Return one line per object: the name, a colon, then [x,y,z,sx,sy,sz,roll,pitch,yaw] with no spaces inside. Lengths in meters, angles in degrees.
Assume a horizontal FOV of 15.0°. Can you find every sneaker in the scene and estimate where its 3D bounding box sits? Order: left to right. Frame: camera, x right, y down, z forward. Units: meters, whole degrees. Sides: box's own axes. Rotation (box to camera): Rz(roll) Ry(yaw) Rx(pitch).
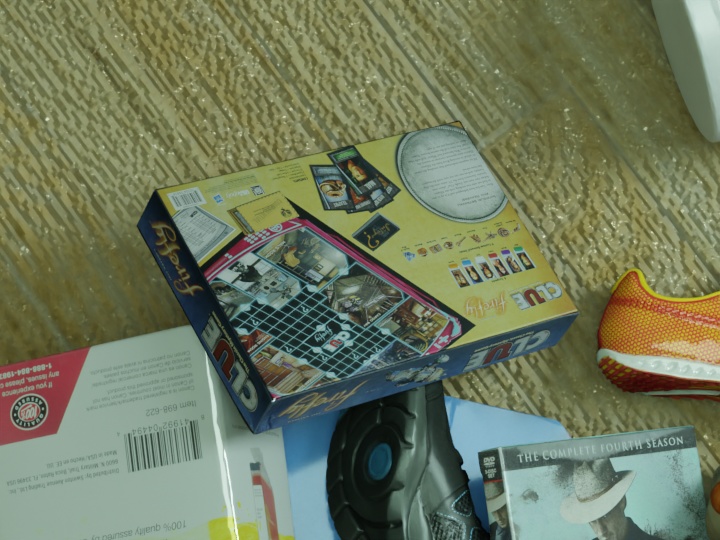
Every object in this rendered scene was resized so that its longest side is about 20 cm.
sneaker: [0.034,0.139,1.441,0.082,0.073,0.200,13,64,-36]
sneaker: [0.230,0.040,1.474,0.200,0.073,0.077,12,75,0]

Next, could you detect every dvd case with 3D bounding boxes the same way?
dvd case: [0.135,0.187,1.444,0.146,0.022,0.200,-2,81,-38]

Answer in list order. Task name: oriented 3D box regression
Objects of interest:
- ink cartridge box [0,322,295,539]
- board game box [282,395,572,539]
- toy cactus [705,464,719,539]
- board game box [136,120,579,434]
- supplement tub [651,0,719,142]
ink cartridge box: [-0.114,0.141,1.438,0.145,0.083,0.200,-12,77,21]
board game box: [0.033,0.148,1.486,0.200,0.039,0.158,12,78,1]
toy cactus: [0.196,0.145,1.410,0.102,0.165,0.200,28,110,-10]
board game box: [0.000,0.000,1.432,0.200,0.035,0.136,-14,62,-33]
supplement tub: [0.264,-0.156,1.457,0.200,0.140,0.141,-18,84,0]
